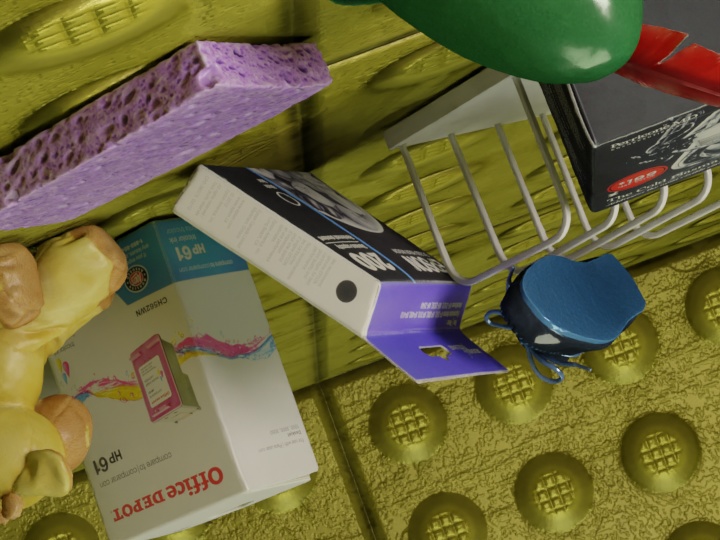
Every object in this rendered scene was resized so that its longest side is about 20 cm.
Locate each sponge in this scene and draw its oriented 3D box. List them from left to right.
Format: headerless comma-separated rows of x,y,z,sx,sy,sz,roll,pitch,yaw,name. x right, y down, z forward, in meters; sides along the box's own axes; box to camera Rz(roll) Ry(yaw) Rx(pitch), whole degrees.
-0.121,-0.071,1.264,0.199,0.030,0.111,-26,171,33,sponge

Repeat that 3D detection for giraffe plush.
-0.234,0.081,1.543,0.199,0.163,0.173,-18,173,-22,giraffe plush

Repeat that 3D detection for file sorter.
0.147,-0.078,1.598,0.199,0.125,0.139,-14,170,-40,file sorter

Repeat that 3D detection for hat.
0.101,-0.093,1.122,0.199,0.177,0.165,-24,172,28,hat

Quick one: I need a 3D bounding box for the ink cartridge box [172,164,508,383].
0.000,0.000,1.539,0.044,0.200,0.198,-58,164,11,ink cartridge box

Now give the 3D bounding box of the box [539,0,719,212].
0.210,-0.131,1.400,0.199,0.105,0.182,-21,168,2,box

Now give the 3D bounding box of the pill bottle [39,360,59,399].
-0.189,0.068,1.796,0.199,0.112,0.111,-21,173,5,pill bottle

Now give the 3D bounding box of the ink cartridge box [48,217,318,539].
-0.134,0.078,1.662,0.144,0.201,0.084,-26,171,37,ink cartridge box

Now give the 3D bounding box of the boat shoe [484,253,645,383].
0.136,0.038,1.578,0.069,0.084,0.200,-37,164,21,boat shoe
